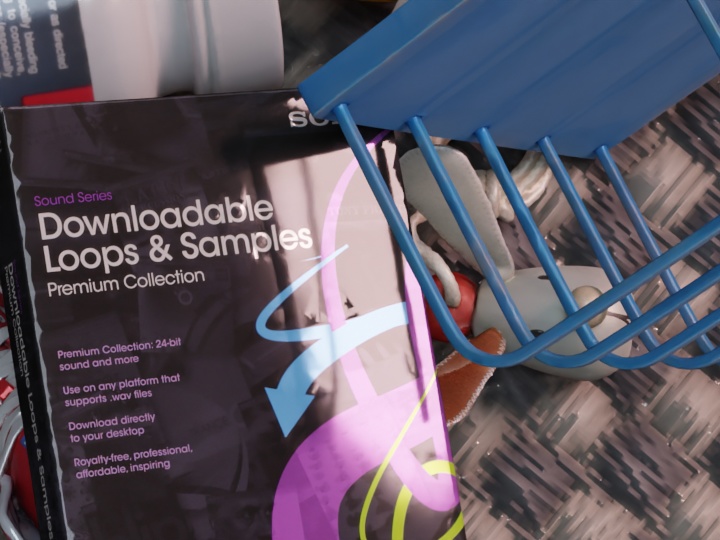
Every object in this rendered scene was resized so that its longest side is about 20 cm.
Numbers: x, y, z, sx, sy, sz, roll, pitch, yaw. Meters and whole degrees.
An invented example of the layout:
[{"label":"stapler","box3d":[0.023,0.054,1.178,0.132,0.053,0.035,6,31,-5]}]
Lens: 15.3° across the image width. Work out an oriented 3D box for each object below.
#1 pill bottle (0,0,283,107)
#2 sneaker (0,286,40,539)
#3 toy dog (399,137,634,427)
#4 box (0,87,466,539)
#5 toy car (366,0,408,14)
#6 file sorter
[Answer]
[{"label":"pill bottle","box3d":[-0.133,-0.094,0.972,0.200,0.120,0.120,-10,79,-6]},{"label":"sneaker","box3d":[-0.127,0.049,0.947,0.200,0.112,0.071,43,78,5]},{"label":"toy dog","box3d":[0.000,0.000,0.975,0.200,0.096,0.132,-15,80,-7]},{"label":"box","box3d":[-0.043,0.038,0.895,0.143,0.036,0.200,-6,79,-25]},{"label":"toy car","box3d":[0.062,-0.179,0.982,0.200,0.150,0.175,-41,75,31]},{"label":"file sorter","box3d":[0.107,-0.043,0.908,0.139,0.200,0.123,-36,69,26]}]
